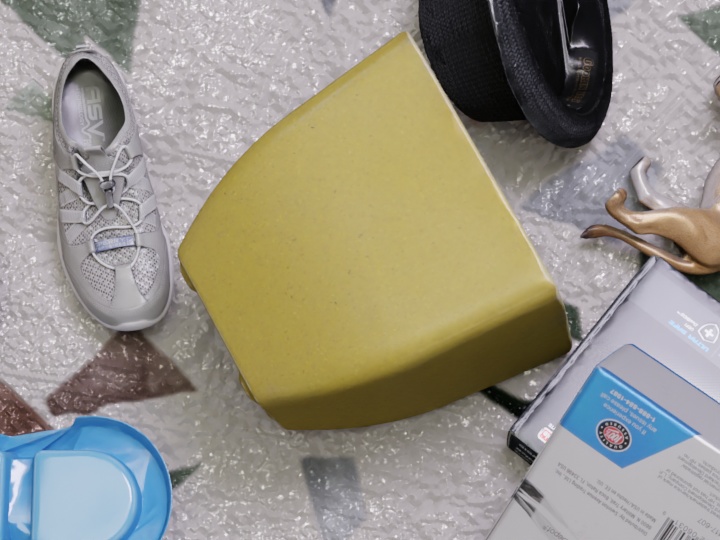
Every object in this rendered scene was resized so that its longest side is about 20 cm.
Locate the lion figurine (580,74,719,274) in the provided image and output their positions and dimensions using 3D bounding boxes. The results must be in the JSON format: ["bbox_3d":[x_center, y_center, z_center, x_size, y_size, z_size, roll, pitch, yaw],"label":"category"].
[{"bbox_3d":[0.256,-0.056,1.688,0.122,0.072,0.200,45,93,-1],"label":"lion figurine"}]

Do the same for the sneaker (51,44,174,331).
[{"bbox_3d":[-0.176,-0.056,1.680,0.075,0.082,0.200,-15,74,-3],"label":"sneaker"}]

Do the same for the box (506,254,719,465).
[{"bbox_3d":[0.221,0.111,1.644,0.200,0.046,0.159,39,78,11],"label":"box"}]

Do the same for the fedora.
[{"bbox_3d":[0.095,-0.173,1.690,0.092,0.201,0.201,-14,72,29],"label":"fedora"}]

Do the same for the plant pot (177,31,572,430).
[{"bbox_3d":[0.000,0.000,1.611,0.200,0.196,0.194,-29,75,0],"label":"plant pot"}]

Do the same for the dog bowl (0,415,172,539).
[{"bbox_3d":[-0.220,0.154,1.638,0.200,0.050,0.112,-1,74,1],"label":"dog bowl"}]

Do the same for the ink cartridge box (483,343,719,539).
[{"bbox_3d":[0.164,0.171,1.565,0.146,0.084,0.200,35,110,10],"label":"ink cartridge box"}]
